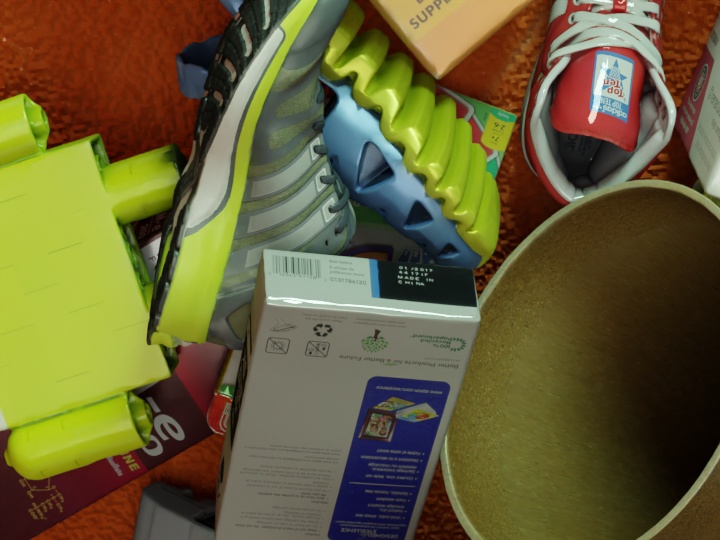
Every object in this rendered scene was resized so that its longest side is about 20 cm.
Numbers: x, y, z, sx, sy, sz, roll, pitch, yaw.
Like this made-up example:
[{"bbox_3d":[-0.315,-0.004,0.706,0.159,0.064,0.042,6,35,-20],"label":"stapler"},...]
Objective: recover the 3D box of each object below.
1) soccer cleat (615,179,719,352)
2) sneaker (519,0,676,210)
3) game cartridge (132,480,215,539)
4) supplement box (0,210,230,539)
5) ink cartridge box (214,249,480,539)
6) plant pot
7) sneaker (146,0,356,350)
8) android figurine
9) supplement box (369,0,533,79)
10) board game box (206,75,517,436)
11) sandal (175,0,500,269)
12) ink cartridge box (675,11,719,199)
[{"bbox_3d":[0.202,-0.012,1.078,0.199,0.065,0.084,-10,112,5],"label":"soccer cleat"},{"bbox_3d":[0.118,-0.126,1.020,0.071,0.113,0.201,6,107,-2],"label":"sneaker"},{"bbox_3d":[-0.043,0.207,1.115,0.200,0.041,0.134,22,115,26],"label":"game cartridge"},{"bbox_3d":[-0.150,0.061,1.109,0.200,0.061,0.109,-31,104,8],"label":"supplement box"},{"bbox_3d":[-0.012,0.076,1.008,0.099,0.039,0.200,5,132,-11],"label":"ink cartridge box"},{"bbox_3d":[0.173,0.082,1.012,0.200,0.186,0.187,27,107,-35],"label":"plant pot"},{"bbox_3d":[-0.036,-0.049,0.978,0.081,0.074,0.200,13,118,-15],"label":"sneaker"},{"bbox_3d":[-0.168,0.011,1.046,0.199,0.041,0.183,-16,99,5],"label":"android figurine"},{"bbox_3d":[-0.004,-0.189,1.028,0.066,0.069,0.200,-39,100,9],"label":"supplement box"},{"bbox_3d":[0.000,0.000,1.069,0.095,0.030,0.201,20,86,-6],"label":"board game box"},{"bbox_3d":[-0.013,-0.072,1.031,0.087,0.080,0.200,-40,95,23],"label":"sandal"},{"bbox_3d":[0.226,-0.130,1.001,0.084,0.145,0.201,20,106,-4],"label":"ink cartridge box"}]
